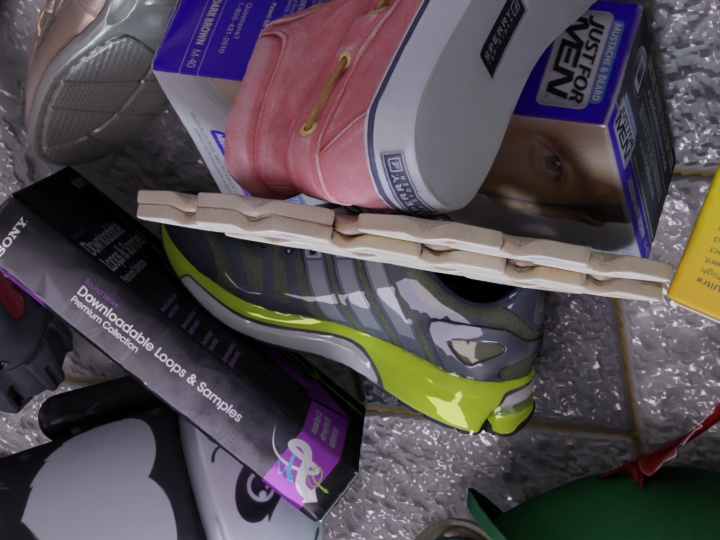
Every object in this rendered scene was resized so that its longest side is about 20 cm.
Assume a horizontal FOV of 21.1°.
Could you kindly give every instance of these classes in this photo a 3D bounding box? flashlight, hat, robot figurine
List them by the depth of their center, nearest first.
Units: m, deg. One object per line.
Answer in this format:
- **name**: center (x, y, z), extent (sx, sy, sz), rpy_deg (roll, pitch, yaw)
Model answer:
- **hat**: center (0.167, 0.100, 0.896), extent (0.165, 0.200, 0.176), rpy_deg (40, 92, -15)
- **flashlight**: center (-0.194, -0.007, 0.952), extent (0.068, 0.067, 0.200), rpy_deg (59, 176, 31)
- **robot figurine**: center (-0.118, 0.137, 0.987), extent (0.199, 0.125, 0.151), rpy_deg (-17, 97, -1)

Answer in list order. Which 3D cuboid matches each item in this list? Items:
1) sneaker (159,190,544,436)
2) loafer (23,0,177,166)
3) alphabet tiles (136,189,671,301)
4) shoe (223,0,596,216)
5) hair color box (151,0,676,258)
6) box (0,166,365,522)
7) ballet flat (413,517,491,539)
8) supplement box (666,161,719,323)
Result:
- **sneaker**: center (0.000, 0.000, 0.905), extent (0.199, 0.074, 0.081), rpy_deg (23, 114, 10)
- **loafer**: center (-0.102, -0.130, 0.864), extent (0.200, 0.072, 0.063), rpy_deg (-53, 50, 41)
- **alphabet tiles**: center (0.017, -0.009, 0.754), extent (0.195, 0.199, 0.015), rpy_deg (5, 86, 57)
- **shoe**: center (0.025, -0.101, 0.723), extent (0.091, 0.201, 0.072), rpy_deg (3, 139, 35)
- **hair color box**: center (0.024, -0.065, 0.813), extent (0.199, 0.065, 0.109), rpy_deg (7, 152, 22)
- **box**: center (-0.084, 0.029, 0.918), extent (0.200, 0.143, 0.036), rpy_deg (38, 97, -4)
- **ballet flat**: center (0.067, 0.192, 1.003), extent (0.067, 0.062, 0.201), rpy_deg (-12, 122, 12)
- **supplement box**: center (0.204, -0.070, 0.707), extent (0.109, 0.109, 0.201), rpy_deg (24, 132, 10)
